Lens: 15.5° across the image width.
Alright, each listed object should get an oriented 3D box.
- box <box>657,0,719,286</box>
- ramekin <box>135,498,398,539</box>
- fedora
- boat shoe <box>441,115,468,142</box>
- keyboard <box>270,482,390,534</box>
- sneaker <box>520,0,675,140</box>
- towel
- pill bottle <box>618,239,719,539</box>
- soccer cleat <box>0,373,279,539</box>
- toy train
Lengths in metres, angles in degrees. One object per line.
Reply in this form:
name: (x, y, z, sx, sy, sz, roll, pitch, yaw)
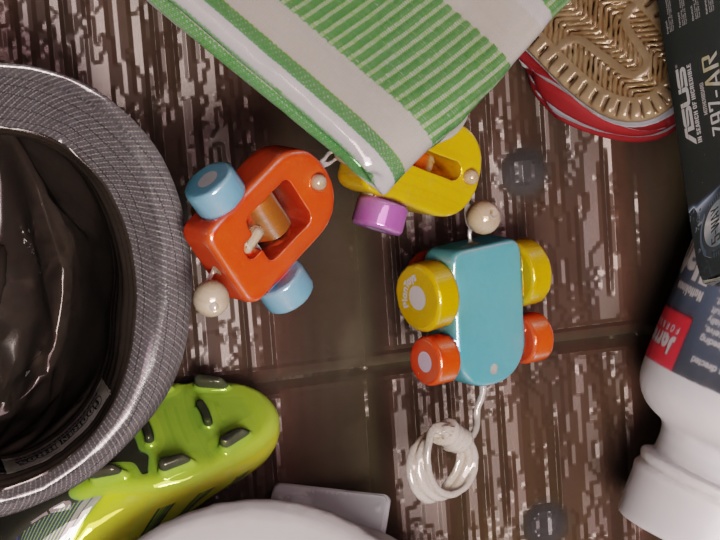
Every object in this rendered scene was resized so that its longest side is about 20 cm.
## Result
box: (0.201, -0.096, 1.085, 0.160, 0.043, 0.201, -3, 79, -29)
ramekin: (-0.039, 0.192, 1.110, 0.200, 0.098, 0.201, -4, 71, 12)
fedora: (-0.163, 0.001, 1.108, 0.176, 0.090, 0.201, -8, 108, -10)
boat shoe: (-0.022, -0.130, 1.095, 0.075, 0.062, 0.200, -21, 76, -42)
keyboard: (-0.029, 0.194, 1.166, 0.056, 0.011, 0.201, 6, 74, 12)
sneaker: (0.072, -0.134, 1.154, 0.071, 0.112, 0.200, -40, 77, 4)
towel: (0.015, -0.143, 1.059, 0.152, 0.023, 0.200, 40, 65, 2)
pill bottle: (0.193, 0.032, 1.184, 0.119, 0.120, 0.201, 21, 94, -16)
soccer cleat: (-0.124, 0.114, 1.164, 0.200, 0.065, 0.084, -29, 135, -11)
toy train: (0.000, 0.000, 1.136, 0.150, 0.056, 0.200, -52, 126, -20)
